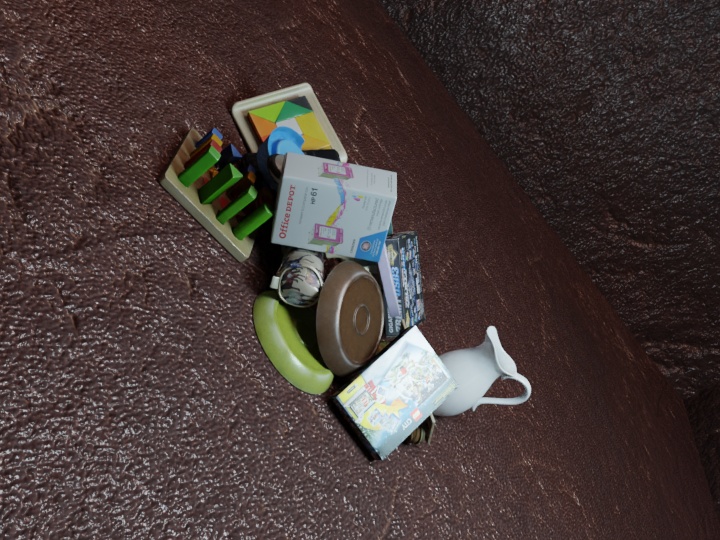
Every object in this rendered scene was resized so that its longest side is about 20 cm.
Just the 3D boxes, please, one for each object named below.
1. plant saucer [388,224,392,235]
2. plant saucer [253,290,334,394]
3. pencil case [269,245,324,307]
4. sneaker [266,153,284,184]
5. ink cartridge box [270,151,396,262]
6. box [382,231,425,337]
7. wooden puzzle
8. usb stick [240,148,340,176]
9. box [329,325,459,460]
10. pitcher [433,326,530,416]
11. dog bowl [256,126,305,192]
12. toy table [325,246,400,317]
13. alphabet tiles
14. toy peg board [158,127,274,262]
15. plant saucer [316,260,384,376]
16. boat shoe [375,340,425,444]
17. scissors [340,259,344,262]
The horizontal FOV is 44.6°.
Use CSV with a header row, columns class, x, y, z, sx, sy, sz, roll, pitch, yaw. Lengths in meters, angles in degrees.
class,x,y,z,sx,sy,sz,roll,pitch,yaw
plant saucer,0.046,-0.105,1.973,0.200,0.036,0.202,175,-90,-88
plant saucer,-0.103,0.114,1.502,0.200,0.031,0.201,44,26,-28
pencil case,-0.108,-0.008,1.550,0.089,0.078,0.200,24,18,-11
sneaker,-0.070,-0.168,1.563,0.198,0.080,0.074,19,44,-14
ink cartridge box,-0.048,-0.108,1.511,0.198,0.146,0.085,10,38,-5
box,0.088,0.024,1.838,0.198,0.049,0.202,-24,109,-72
wooden puzzle,-0.144,-0.280,1.788,0.183,0.037,0.201,-20,74,-21
usb stick,-0.134,-0.211,1.721,0.198,0.033,0.056,-5,55,-18
box,0.061,0.211,1.529,0.200,0.038,0.137,-39,97,-24
pitcher,0.229,0.231,1.781,0.172,0.199,0.121,52,23,-8
dog bowl,-0.116,-0.174,1.644,0.200,0.049,0.112,48,44,-23
toy table,0.000,0.000,1.680,0.184,0.116,0.202,59,18,-80
alphabet tiles,0.103,0.219,1.662,0.168,0.007,0.201,95,-20,-56
toy peg board,-0.225,-0.156,1.534,0.200,0.097,0.200,47,25,-22
plant saucer,-0.009,0.084,1.528,0.200,0.034,0.203,-2,92,-59
boat shoe,0.062,0.230,1.641,0.067,0.072,0.202,-4,66,-32
scissors,-0.044,-0.027,1.830,0.073,0.014,0.202,23,41,-53
